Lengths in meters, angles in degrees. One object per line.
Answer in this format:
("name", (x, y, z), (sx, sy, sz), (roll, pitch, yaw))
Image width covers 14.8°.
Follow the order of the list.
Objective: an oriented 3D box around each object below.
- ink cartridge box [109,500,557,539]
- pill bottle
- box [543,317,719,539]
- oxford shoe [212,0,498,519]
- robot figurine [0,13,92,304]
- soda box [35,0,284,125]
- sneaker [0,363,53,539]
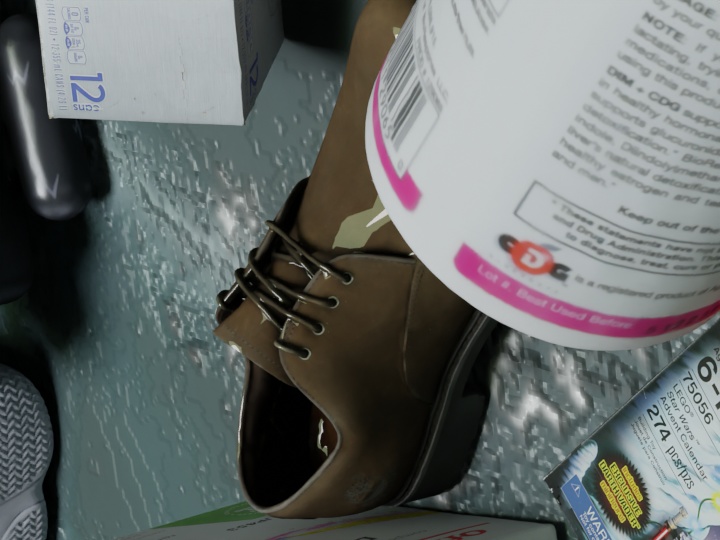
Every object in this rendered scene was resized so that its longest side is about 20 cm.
("ink cartridge box", (-0.011, 0.121, 0.894), (0.200, 0.117, 0.067), (0, 102, 54))
("pill bottle", (0.086, -0.079, 0.672), (0.113, 0.113, 0.200), (57, 143, 21))
("box", (0.140, 0.108, 0.746), (0.200, 0.040, 0.137), (61, 143, 17))
("oxford shoe", (0.000, 0.000, 0.856), (0.073, 0.084, 0.200), (39, 133, 41))
("robot figurine", (-0.194, -0.041, 1.063), (0.125, 0.150, 0.200), (-6, 93, 64))
("soda box", (-0.067, -0.146, 0.860), (0.068, 0.063, 0.200), (3, 122, 11))
("sneaker", (-0.190, 0.108, 1.183), (0.114, 0.075, 0.200), (37, 127, 41))
